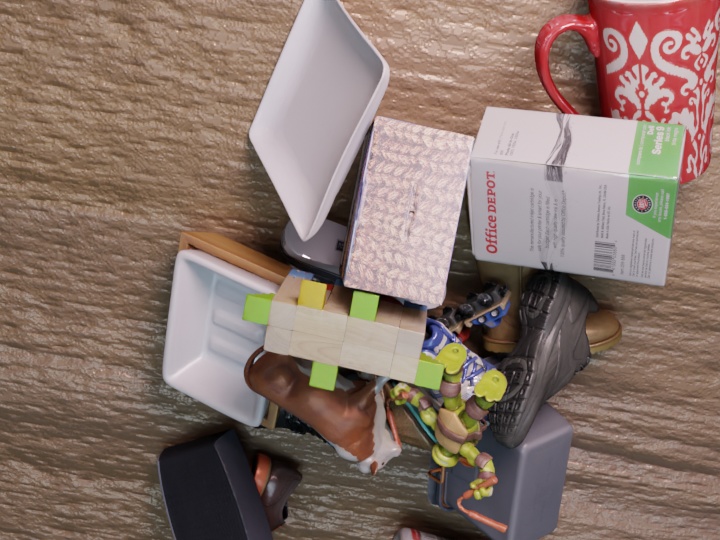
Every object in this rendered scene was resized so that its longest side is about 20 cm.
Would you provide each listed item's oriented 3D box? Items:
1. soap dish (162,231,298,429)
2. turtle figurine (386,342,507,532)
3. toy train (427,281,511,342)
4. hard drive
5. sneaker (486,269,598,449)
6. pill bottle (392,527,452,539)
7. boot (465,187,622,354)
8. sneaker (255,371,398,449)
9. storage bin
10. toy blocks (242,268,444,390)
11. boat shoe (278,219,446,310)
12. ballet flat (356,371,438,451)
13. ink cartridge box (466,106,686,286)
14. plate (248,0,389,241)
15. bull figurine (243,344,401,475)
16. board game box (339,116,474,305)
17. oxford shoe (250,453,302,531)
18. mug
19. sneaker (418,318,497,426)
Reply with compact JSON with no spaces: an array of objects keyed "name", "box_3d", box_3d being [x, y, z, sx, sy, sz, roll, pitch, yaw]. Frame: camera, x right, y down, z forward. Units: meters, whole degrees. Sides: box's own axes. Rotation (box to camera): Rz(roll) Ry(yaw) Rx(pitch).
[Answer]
[{"name":"soap dish","box_3d":[-0.143,0.065,1.274,0.155,0.081,0.203,23,121,17]},{"name":"turtle figurine","box_3d":[0.109,0.165,1.170,0.064,0.200,0.163,-21,142,-32]},{"name":"toy train","box_3d":[0.101,0.069,1.279,0.199,0.034,0.046,-33,102,39]},{"name":"hard drive","box_3d":[-0.184,0.314,1.402,0.133,0.042,0.203,-18,89,28]},{"name":"sneaker","box_3d":[0.203,0.100,1.190,0.090,0.076,0.203,26,83,-25]},{"name":"pill bottle","box_3d":[0.132,0.420,1.459,0.197,0.116,0.117,16,120,-5]},{"name":"boot","box_3d":[0.209,-0.003,1.246,0.172,0.066,0.203,-4,118,5]},{"name":"sneaker","box_3d":[-0.050,0.173,1.341,0.196,0.083,0.074,-10,146,11]},{"name":"storage bin","box_3d":[0.163,0.225,1.304,0.144,0.134,0.203,-16,123,-30]},{"name":"toy blocks","box_3d":[-0.010,0.051,1.107,0.196,0.137,0.102,12,104,3]},{"name":"boat shoe","box_3d":[0.000,0.000,1.261,0.197,0.073,0.068,19,155,-7]},{"name":"ballet flat","box_3d":[0.015,0.140,1.288,0.072,0.068,0.202,-34,78,2]},{"name":"ink cartridge box","box_3d":[0.211,-0.074,1.092,0.196,0.085,0.147,9,139,16]},{"name":"plate","box_3d":[-0.039,-0.164,1.110,0.032,0.201,0.202,8,124,-31]},{"name":"bull figurine","box_3d":[-0.027,0.131,1.192,0.198,0.065,0.123,31,94,-7]},{"name":"board game box","box_3d":[0.041,-0.060,1.119,0.095,0.200,0.163,11,93,-3]},{"name":"oxford shoe","box_3d":[-0.135,0.335,1.456,0.071,0.072,0.202,18,119,-12]},{"name":"mug","box_3d":[0.275,-0.198,1.108,0.175,0.134,0.203,5,127,25]},{"name":"sneaker","box_3d":[0.090,0.104,1.221,0.197,0.076,0.089,26,154,8]}]
